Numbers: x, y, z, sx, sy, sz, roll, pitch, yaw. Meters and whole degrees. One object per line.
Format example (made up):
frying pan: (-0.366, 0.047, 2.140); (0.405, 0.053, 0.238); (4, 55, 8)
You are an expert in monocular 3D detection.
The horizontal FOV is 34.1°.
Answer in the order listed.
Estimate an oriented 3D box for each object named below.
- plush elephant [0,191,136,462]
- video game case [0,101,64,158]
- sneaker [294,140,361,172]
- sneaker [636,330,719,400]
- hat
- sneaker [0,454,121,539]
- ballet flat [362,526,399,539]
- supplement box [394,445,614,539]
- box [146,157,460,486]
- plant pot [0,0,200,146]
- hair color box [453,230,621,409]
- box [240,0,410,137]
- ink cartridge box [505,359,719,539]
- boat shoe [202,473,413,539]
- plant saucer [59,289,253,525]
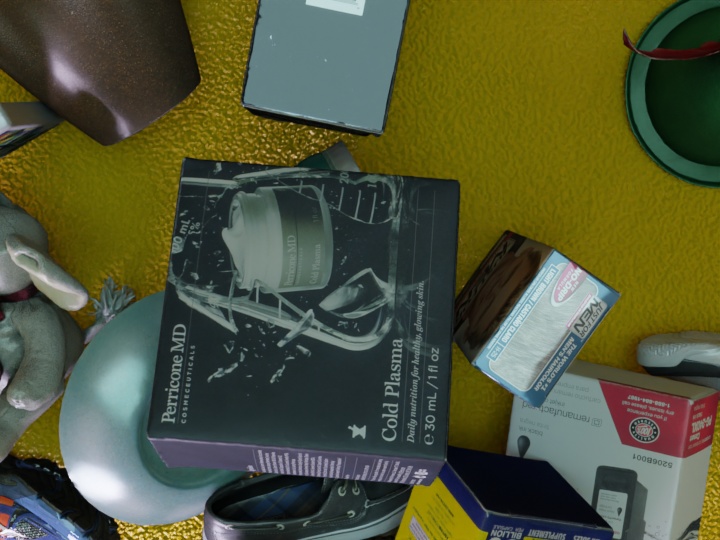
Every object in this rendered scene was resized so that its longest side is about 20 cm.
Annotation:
plush elephant: (-0.277, 0.023, 0.888); (0.200, 0.165, 0.155); (-36, 126, -20)
video game case: (-0.315, -0.072, 0.858); (0.182, 0.200, 0.022); (-30, 99, 1)
sneaker: (0.000, 0.000, 0.949); (0.080, 0.071, 0.200); (-29, 88, 1)
sneaker: (0.322, 0.116, 0.970); (0.199, 0.075, 0.114); (7, 95, -4)
hat: (0.297, -0.140, 0.891); (0.199, 0.176, 0.166); (-25, 97, 0)
sneaker: (-0.287, 0.192, 0.959); (0.200, 0.075, 0.079); (29, 103, 3)
ballet flat: (0.033, 0.238, 0.975); (0.199, 0.063, 0.069); (-3, 96, -3)
supplement box: (0.086, 0.246, 0.869); (0.108, 0.110, 0.201); (12, 104, -23)
box: (-0.035, 0.040, 0.829); (0.196, 0.124, 0.201); (4, 72, 0)
plant pot: (-0.213, -0.200, 0.874); (0.187, 0.187, 0.200); (-32, 110, 1)
hair color box: (0.121, 0.030, 0.889); (0.060, 0.200, 0.100); (34, 93, -5)
box: (-0.019, -0.205, 0.868); (0.104, 0.182, 0.201); (11, 95, -3)
ink cartridge box: (0.192, 0.182, 0.938); (0.145, 0.083, 0.201); (10, 96, 30)
boat shoe: (-0.032, 0.177, 0.944); (0.199, 0.070, 0.066); (-12, 139, -9)
plant saucer: (-0.133, 0.113, 0.915); (0.200, 0.039, 0.202); (-12, 112, -33)
